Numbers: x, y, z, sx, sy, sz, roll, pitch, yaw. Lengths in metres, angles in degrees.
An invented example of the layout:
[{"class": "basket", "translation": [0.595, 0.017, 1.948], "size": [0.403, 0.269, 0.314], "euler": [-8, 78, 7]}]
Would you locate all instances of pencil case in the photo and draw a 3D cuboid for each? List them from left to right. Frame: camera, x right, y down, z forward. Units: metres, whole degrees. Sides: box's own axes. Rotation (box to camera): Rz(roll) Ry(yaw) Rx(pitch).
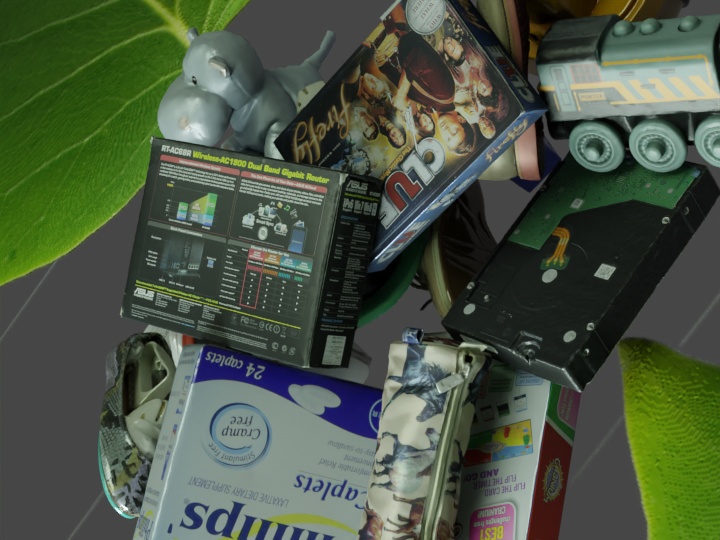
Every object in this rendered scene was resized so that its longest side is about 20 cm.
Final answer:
[{"class": "pencil case", "translation": [0.047, 0.147, 1.218], "size": [0.089, 0.077, 0.201], "euler": [150, 131, -73]}]

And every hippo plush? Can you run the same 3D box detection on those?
[{"class": "hippo plush", "translation": [-0.099, -0.152, 1.537], "size": [0.200, 0.161, 0.159], "euler": [-54, 42, 8]}]

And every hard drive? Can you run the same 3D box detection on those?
[{"class": "hard drive", "translation": [0.171, -0.009, 1.250], "size": [0.139, 0.038, 0.200], "euler": [19, 66, 47]}]

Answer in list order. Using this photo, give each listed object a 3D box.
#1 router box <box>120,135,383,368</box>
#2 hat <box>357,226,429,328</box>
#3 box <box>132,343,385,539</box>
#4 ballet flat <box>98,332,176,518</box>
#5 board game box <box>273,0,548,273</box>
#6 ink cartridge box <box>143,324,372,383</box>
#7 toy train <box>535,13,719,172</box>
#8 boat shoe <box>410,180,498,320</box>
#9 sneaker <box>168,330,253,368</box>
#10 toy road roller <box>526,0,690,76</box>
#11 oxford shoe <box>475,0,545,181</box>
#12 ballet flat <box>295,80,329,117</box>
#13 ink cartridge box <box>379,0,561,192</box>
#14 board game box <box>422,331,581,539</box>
[{"class": "router box", "translation": [-0.088, -0.016, 1.267], "size": [0.199, 0.062, 0.151], "euler": [13, 94, 34]}, {"class": "hat", "translation": [0.000, 0.000, 1.396], "size": [0.165, 0.176, 0.201], "euler": [2, 64, 19]}, {"class": "box", "translation": [-0.073, 0.176, 1.284], "size": [0.105, 0.183, 0.201], "euler": [168, 116, -74]}, {"class": "ballet flat", "translation": [-0.184, 0.119, 1.369], "size": [0.072, 0.072, 0.201], "euler": [-41, 32, 21]}, {"class": "board game box", "translation": [0.034, -0.111, 1.239], "size": [0.200, 0.035, 0.136], "euler": [-45, 70, 32]}, {"class": "ink cartridge box", "translation": [-0.103, 0.081, 1.445], "size": [0.147, 0.086, 0.200], "euler": [-56, 40, 4]}, {"class": "toy train", "translation": [0.225, -0.139, 1.219], "size": [0.199, 0.114, 0.085], "euler": [1, 38, 34]}, {"class": "boat shoe", "translation": [0.074, -0.020, 1.370], "size": [0.063, 0.073, 0.201], "euler": [-44, 31, 32]}, {"class": "sneaker", "translation": [-0.116, 0.011, 1.401], "size": [0.081, 0.077, 0.201], "euler": [-7, 58, 9]}, {"class": "toy road roller", "translation": [0.169, -0.236, 1.332], "size": [0.200, 0.146, 0.123], "euler": [23, 85, 48]}, {"class": "oxford shoe", "translation": [0.095, -0.164, 1.242], "size": [0.074, 0.070, 0.201], "euler": [-5, 103, 14]}, {"class": "ballet flat", "translation": [-0.036, -0.132, 1.405], "size": [0.067, 0.200, 0.064], "euler": [-18, 86, -6]}, {"class": "ink cartridge box", "translation": [0.094, -0.160, 1.404], "size": [0.044, 0.094, 0.200], "euler": [-44, 44, 17]}, {"class": "board game box", "translation": [0.095, 0.145, 1.276], "size": [0.153, 0.040, 0.201], "euler": [-6, 65, 43]}]
